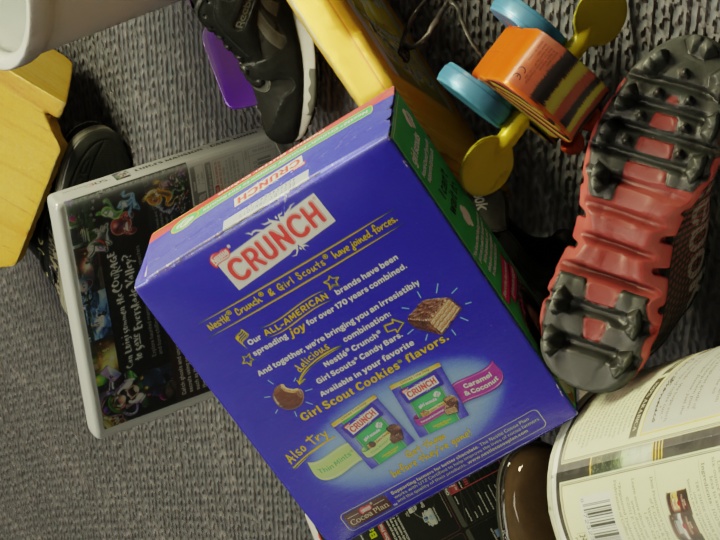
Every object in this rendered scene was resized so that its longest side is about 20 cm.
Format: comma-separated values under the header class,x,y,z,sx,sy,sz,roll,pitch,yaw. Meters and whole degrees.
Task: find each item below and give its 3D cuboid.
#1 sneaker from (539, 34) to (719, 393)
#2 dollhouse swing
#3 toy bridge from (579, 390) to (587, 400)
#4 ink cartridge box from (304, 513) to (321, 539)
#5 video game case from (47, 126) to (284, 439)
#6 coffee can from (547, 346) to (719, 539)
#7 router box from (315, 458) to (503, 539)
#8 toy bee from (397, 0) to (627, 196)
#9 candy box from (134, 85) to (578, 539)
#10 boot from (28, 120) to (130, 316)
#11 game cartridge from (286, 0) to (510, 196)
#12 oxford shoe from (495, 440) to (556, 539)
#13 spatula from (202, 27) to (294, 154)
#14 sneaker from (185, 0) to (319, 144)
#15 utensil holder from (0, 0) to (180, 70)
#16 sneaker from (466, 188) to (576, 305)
class,x,y,z,sx,sy,sz,roll,pitch,yaw
sneaker,0.158,-0.034,1.224,0.071,0.098,0.201,22,104,20
dollhouse swing,-0.311,-0.131,1.915,0.181,0.176,0.200,30,121,6
toy bridge,0.150,0.089,1.393,0.200,0.027,0.067,33,136,45
ink cartridge box,0.055,0.247,1.612,0.146,0.084,0.201,-11,102,61
video game case,-0.128,0.008,1.641,0.023,0.181,0.201,40,143,51
coffee can,0.209,0.108,1.182,0.200,0.146,0.147,-25,90,62
router box,0.062,0.176,1.479,0.201,0.150,0.062,62,152,7
toy bee,0.104,-0.108,1.262,0.109,0.131,0.200,36,-157,-19
candy box,0.000,0.028,1.251,0.200,0.169,0.077,55,-165,-22
boot,-0.263,-0.071,1.928,0.154,0.073,0.204,47,145,37
game cartridge,0.009,-0.133,1.357,0.200,0.032,0.176,56,-169,16
oxford shoe,0.143,0.198,1.415,0.084,0.072,0.201,118,132,-74
spatula,-0.054,-0.087,1.601,0.021,0.056,0.201,-70,-39,-67
sneaker,-0.078,-0.176,1.502,0.076,0.087,0.201,-120,24,-55
utensil holder,-0.181,-0.247,1.521,0.170,0.200,0.170,38,141,39
sneaker,0.046,-0.016,1.316,0.067,0.199,0.091,-104,35,-59
